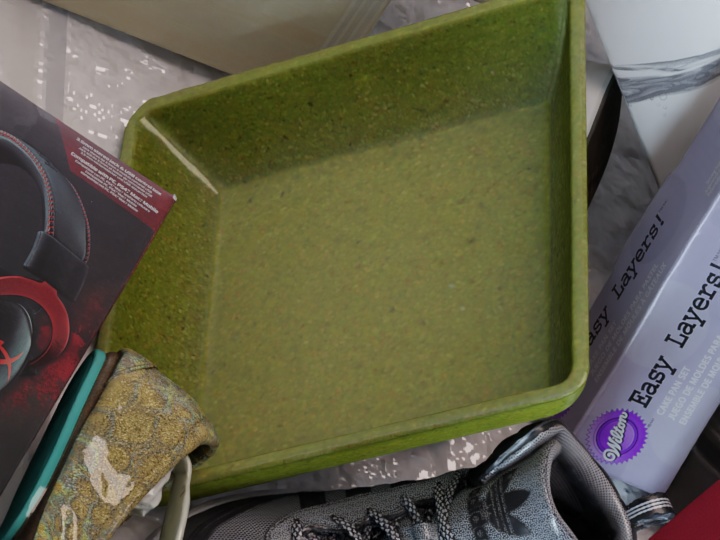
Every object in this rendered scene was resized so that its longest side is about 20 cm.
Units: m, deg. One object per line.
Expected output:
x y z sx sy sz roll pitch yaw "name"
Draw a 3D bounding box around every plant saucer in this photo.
0.000 0.000 1.040 0.048 0.200 0.200 55 29 -44 "plant saucer"

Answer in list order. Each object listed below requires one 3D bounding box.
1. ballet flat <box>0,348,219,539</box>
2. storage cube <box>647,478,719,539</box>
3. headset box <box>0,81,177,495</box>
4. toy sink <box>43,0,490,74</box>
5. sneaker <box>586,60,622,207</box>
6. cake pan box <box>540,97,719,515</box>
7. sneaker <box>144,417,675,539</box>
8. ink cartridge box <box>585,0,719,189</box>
-0.104 0.113 0.919 0.071 0.071 0.200 35 54 -8 "ballet flat"
0.207 0.172 1.030 0.200 0.180 0.171 27 46 -17 "storage cube"
-0.167 0.001 0.970 0.149 0.075 0.200 34 44 -7 "headset box"
-0.033 -0.157 1.164 0.200 0.112 0.130 19 48 -16 "toy sink"
0.042 -0.015 1.154 0.085 0.073 0.200 14 49 15 "sneaker"
0.195 0.024 1.137 0.184 0.200 0.052 25 18 -18 "cake pan box"
0.019 0.098 0.995 0.200 0.114 0.076 1 64 -36 "sneaker"
0.167 -0.104 1.205 0.200 0.083 0.147 67 26 -16 "ink cartridge box"
